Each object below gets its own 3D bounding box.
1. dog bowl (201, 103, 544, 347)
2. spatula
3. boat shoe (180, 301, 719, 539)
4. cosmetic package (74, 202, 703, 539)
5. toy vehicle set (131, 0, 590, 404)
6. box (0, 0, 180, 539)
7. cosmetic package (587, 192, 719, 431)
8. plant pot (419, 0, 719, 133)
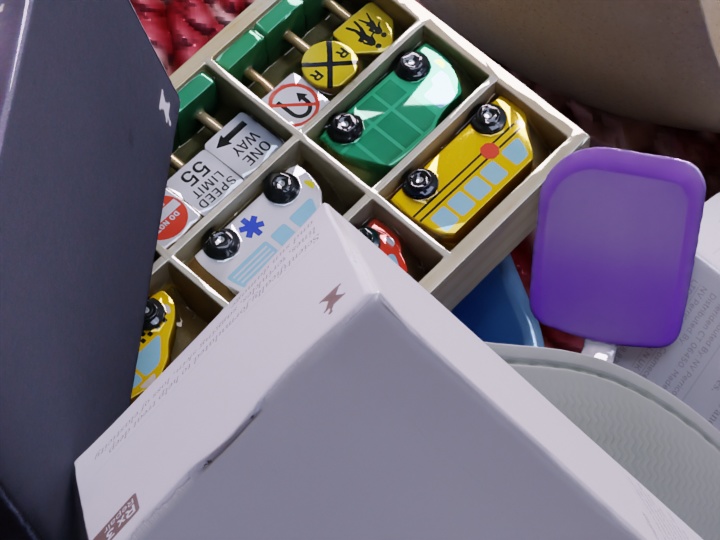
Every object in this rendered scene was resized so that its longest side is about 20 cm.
[{"bbox_3d":[0.000,0.000,0.963,0.111,0.050,0.201,-9,58,-19],"label":"dog bowl"},{"bbox_3d":[0.069,0.060,0.897,0.056,0.021,0.201,11,86,21],"label":"spatula"},{"bbox_3d":[0.034,0.060,0.854,0.199,0.060,0.076,23,58,-15],"label":"boat shoe"},{"bbox_3d":[0.027,0.091,0.774,0.200,0.113,0.081,44,8,-20],"label":"cosmetic package"},{"bbox_3d":[-0.033,-0.012,0.916,0.124,0.027,0.200,38,68,21],"label":"toy vehicle set"},{"bbox_3d":[-0.175,-0.004,0.835,0.197,0.123,0.201,-5,53,15],"label":"box"},{"bbox_3d":[0.181,0.060,0.931,0.200,0.074,0.102,36,26,12],"label":"cosmetic package"},{"bbox_3d":[0.087,-0.148,1.021,0.134,0.201,0.201,-2,49,25],"label":"plant pot"}]
